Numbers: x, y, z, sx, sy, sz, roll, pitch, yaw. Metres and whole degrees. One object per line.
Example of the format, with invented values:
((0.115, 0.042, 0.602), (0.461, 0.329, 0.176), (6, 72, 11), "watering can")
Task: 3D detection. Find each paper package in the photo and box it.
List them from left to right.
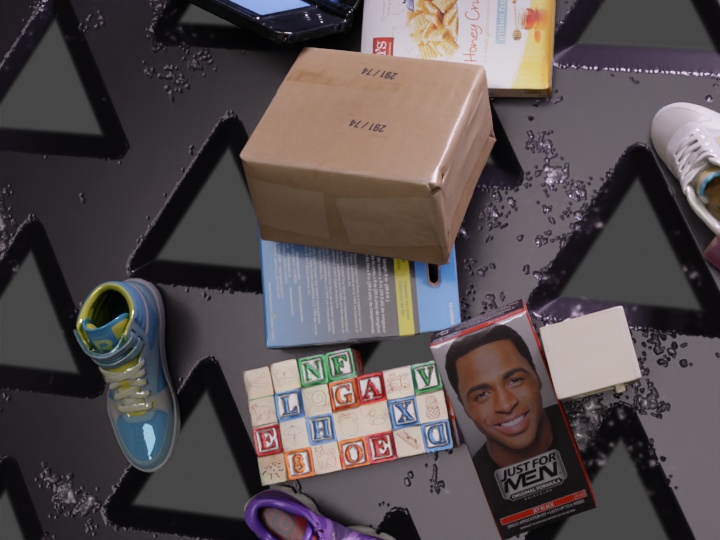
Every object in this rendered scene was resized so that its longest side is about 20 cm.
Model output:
((0.012, -0.113, 1.237), (0.197, 0.104, 0.192), (7, 46, 20), "paper package")

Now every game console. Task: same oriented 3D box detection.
((-0.093, -0.326, 1.322), (0.198, 0.175, 0.118), (28, 120, 25), "game console")

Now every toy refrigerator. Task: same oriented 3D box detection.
((0.212, 0.083, 1.188), (0.075, 0.200, 0.071), (-15, 81, 8), "toy refrigerator")

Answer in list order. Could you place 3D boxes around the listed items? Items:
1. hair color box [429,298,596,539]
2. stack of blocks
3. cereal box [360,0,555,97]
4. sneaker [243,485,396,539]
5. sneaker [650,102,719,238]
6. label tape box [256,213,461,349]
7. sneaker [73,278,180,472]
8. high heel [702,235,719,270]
((0.145, 0.142, 1.239), (0.100, 0.061, 0.203), (-21, 97, 8), "hair color box")
((-0.009, 0.138, 1.298), (0.197, 0.059, 0.117), (-12, 81, 10), "stack of blocks")
((0.099, -0.252, 1.328), (0.196, 0.040, 0.147), (2, 84, 11), "cereal box")
((-0.031, 0.282, 1.275), (0.198, 0.083, 0.082), (24, 89, 12), "sneaker")
((0.331, -0.094, 1.213), (0.077, 0.080, 0.201), (-54, 45, 23), "sneaker")
((0.000, 0.000, 1.308), (0.196, 0.063, 0.147), (-5, 83, 7), "label tape box")
((-0.240, 0.105, 1.311), (0.078, 0.131, 0.203), (-12, 82, 8), "sneaker")
((0.421, -0.058, 1.229), (0.096, 0.067, 0.201), (42, 108, 22), "high heel")
